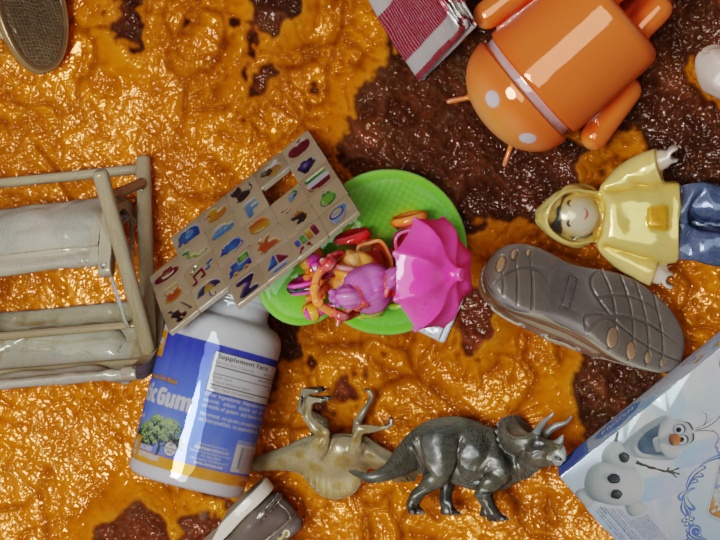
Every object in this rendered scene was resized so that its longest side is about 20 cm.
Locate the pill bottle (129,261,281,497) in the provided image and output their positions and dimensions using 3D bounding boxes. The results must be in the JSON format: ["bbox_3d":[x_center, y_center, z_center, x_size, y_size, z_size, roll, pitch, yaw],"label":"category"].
[{"bbox_3d":[-0.136,0.098,1.425,0.111,0.112,0.202,13,85,11],"label":"pill bottle"}]

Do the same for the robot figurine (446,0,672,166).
[{"bbox_3d":[0.174,-0.182,1.337,0.200,0.144,0.117,-41,58,12],"label":"robot figurine"}]

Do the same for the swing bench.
[{"bbox_3d":[-0.294,0.006,1.454,0.197,0.130,0.202,-4,99,12],"label":"swing bench"}]

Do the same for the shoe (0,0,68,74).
[{"bbox_3d":[-0.329,-0.284,1.477,0.069,0.053,0.202,-19,96,-19],"label":"shoe"}]

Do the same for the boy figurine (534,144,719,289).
[{"bbox_3d":[0.253,-0.049,1.359,0.198,0.064,0.126,8,99,8],"label":"boy figurine"}]

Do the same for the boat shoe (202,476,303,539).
[{"bbox_3d":[-0.137,0.283,1.471,0.059,0.072,0.200,44,104,-2],"label":"boat shoe"}]

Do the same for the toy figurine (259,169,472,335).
[{"bbox_3d":[0.016,0.000,1.318,0.198,0.184,0.152,-16,99,-8],"label":"toy figurine"}]

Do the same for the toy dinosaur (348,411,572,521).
[{"bbox_3d":[0.092,0.174,1.415,0.198,0.077,0.103,4,86,12],"label":"toy dinosaur"}]

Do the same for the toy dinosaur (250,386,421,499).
[{"bbox_3d":[-0.037,0.163,1.444,0.198,0.058,0.102,-1,96,13],"label":"toy dinosaur"}]

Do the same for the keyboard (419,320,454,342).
[{"bbox_3d":[0.000,0.000,1.447,0.199,0.011,0.057,25,94,9],"label":"keyboard"}]

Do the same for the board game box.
[{"bbox_3d":[0.312,0.186,1.361,0.199,0.043,0.200,-40,96,14],"label":"board game box"}]

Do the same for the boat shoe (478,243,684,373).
[{"bbox_3d":[0.195,0.036,1.378,0.199,0.072,0.076,27,70,-8],"label":"boat shoe"}]

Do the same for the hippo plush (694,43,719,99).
[{"bbox_3d":[0.391,-0.184,1.267,0.199,0.159,0.162,27,101,9],"label":"hippo plush"}]

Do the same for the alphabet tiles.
[{"bbox_3d":[-0.102,-0.028,1.387,0.199,0.167,0.008,-38,124,5],"label":"alphabet tiles"}]

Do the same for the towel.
[{"bbox_3d":[0.021,-0.272,1.357,0.023,0.144,0.201,-30,88,-19],"label":"towel"}]
